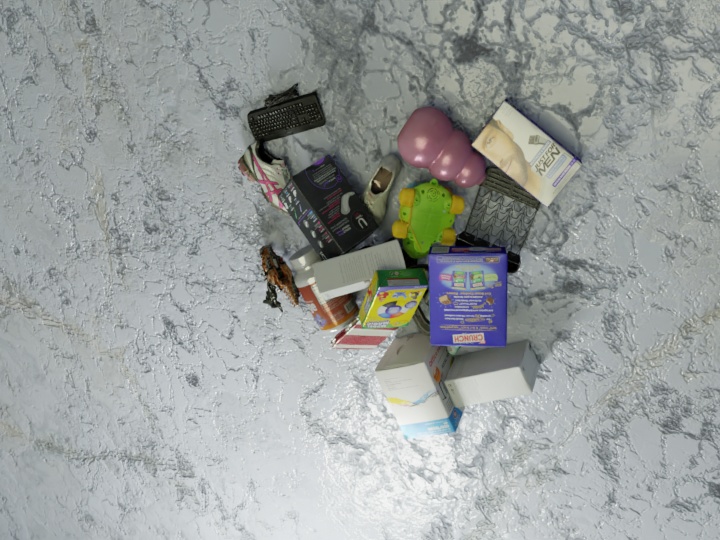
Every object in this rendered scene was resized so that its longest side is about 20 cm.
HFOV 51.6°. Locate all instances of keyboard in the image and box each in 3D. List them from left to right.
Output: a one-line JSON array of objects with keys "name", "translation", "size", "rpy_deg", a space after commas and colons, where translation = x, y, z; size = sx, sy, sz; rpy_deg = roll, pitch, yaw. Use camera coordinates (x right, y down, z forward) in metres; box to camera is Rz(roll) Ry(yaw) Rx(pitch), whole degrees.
[{"name": "keyboard", "translation": [-0.180, -0.352, 1.684], "size": [0.196, 0.040, 0.106], "rpy_deg": [-10, 112, 28]}]

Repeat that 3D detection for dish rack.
[{"name": "dish rack", "translation": [0.298, -0.111, 1.581], "size": [0.151, 0.055, 0.203], "rpy_deg": [23, 123, 11]}]

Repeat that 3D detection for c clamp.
[{"name": "c clamp", "translation": [0.177, 0.065, 1.675], "size": [0.170, 0.027, 0.202], "rpy_deg": [-33, 94, 33]}]

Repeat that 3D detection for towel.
[{"name": "towel", "translation": [0.031, 0.134, 1.799], "size": [0.200, 0.142, 0.023], "rpy_deg": [-46, 51, 40]}]

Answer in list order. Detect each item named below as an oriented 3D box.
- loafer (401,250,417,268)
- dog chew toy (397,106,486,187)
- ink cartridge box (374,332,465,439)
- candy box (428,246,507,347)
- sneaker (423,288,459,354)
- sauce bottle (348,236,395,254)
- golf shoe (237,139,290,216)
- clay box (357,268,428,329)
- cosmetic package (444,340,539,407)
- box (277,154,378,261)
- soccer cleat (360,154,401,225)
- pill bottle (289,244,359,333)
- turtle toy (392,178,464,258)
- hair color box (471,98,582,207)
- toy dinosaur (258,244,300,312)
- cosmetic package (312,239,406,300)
[{"name": "loafer", "translation": [0.064, 0.041, 1.761], "size": [0.072, 0.071, 0.202], "rpy_deg": [30, 125, 7]}, {"name": "dog chew toy", "translation": [0.174, -0.245, 1.533], "size": [0.198, 0.125, 0.125], "rpy_deg": [34, 126, -6]}, {"name": "ink cartridge box", "translation": [0.151, 0.273, 1.799], "size": [0.142, 0.148, 0.203], "rpy_deg": [-15, 110, 30]}, {"name": "candy box", "translation": [0.228, 0.055, 1.583], "size": [0.165, 0.077, 0.205], "rpy_deg": [1, 104, 10]}, {"name": "sneaker", "translation": [0.187, 0.089, 1.734], "size": [0.137, 0.078, 0.204], "rpy_deg": [15, 112, 18]}, {"name": "sauce bottle", "translation": [-0.002, -0.016, 1.719], "size": [0.197, 0.066, 0.067], "rpy_deg": [-27, 106, 2]}, {"name": "golf shoe", "translation": [-0.198, -0.214, 1.746], "size": [0.200, 0.073, 0.092], "rpy_deg": [45, 124, -3]}, {"name": "clay box", "translation": [0.067, 0.071, 1.636], "size": [0.112, 0.048, 0.201], "rpy_deg": [-3, 145, -16]}, {"name": "cosmetic package", "translation": [0.307, 0.241, 1.733], "size": [0.197, 0.113, 0.082], "rpy_deg": [-15, 111, 33]}, {"name": "box", "translation": [-0.073, -0.133, 1.669], "size": [0.202, 0.122, 0.106], "rpy_deg": [55, 150, 1]}, {"name": "soccer cleat", "translation": [0.034, -0.167, 1.659], "size": [0.068, 0.078, 0.202], "rpy_deg": [28, 125, 8]}, {"name": "pill bottle", "translation": [-0.092, 0.040, 1.809], "size": [0.111, 0.112, 0.203], "rpy_deg": [-19, 107, 32]}, {"name": "turtle toy", "translation": [0.139, -0.111, 1.623], "size": [0.142, 0.102, 0.203], "rpy_deg": [9, 120, -6]}, {"name": "hair color box", "translation": [0.330, -0.234, 1.481], "size": [0.199, 0.065, 0.110], "rpy_deg": [39, 111, 3]}, {"name": "toy dinosaur", "translation": [-0.203, 0.023, 1.829], "size": [0.100, 0.202, 0.138], "rpy_deg": [-8, 133, -1]}, {"name": "cosmetic package", "translation": [0.000, 0.000, 1.635], "size": [0.196, 0.102, 0.076], "rpy_deg": [-18, 79, 2]}]
